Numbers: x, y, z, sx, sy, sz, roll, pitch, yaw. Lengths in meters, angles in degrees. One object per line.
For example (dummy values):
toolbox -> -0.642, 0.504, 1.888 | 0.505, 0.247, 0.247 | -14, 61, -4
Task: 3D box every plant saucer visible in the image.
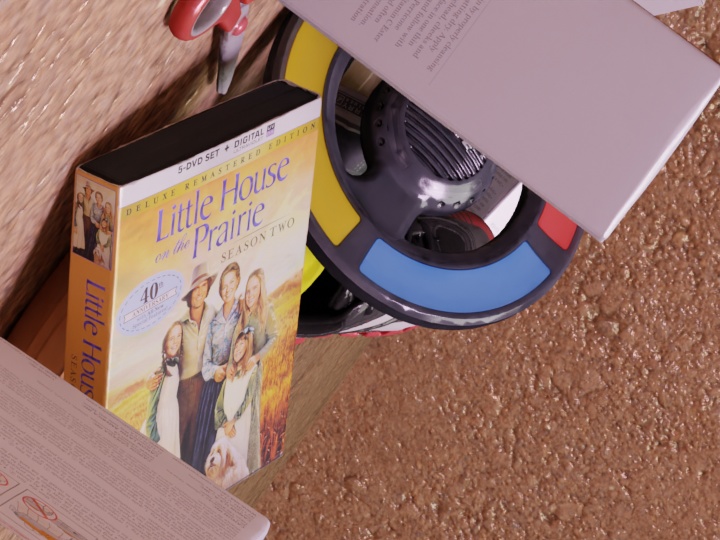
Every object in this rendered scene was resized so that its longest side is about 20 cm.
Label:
plant saucer -> -0.127, 0.017, 1.176 | 0.201, 0.037, 0.200 | -53, 176, -5

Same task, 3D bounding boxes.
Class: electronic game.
electronic game -> 0.037, -0.068, 1.215 | 0.200, 0.200, 0.042 | -50, -167, -33

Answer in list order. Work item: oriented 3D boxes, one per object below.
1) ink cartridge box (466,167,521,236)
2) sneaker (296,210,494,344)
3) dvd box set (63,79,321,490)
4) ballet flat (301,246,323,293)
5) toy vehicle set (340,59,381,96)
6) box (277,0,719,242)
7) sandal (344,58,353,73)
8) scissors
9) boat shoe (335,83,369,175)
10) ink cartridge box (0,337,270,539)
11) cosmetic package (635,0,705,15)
ink cartridge box -> 0.037, -0.049, 1.477 | 0.176, 0.045, 0.200 | -45, -148, 3
sneaker -> 0.000, 0.000, 1.303 | 0.199, 0.071, 0.098 | -10, 174, -28
dvd box set -> -0.079, 0.024, 1.092 | 0.146, 0.029, 0.201 | -28, 134, -48
ballet flat -> -0.081, 0.029, 1.188 | 0.200, 0.067, 0.067 | -55, 155, -18
toy vehicle set -> -0.048, -0.060, 1.450 | 0.200, 0.026, 0.124 | -52, 175, -14
box -> 0.064, -0.111, 1.109 | 0.098, 0.200, 0.124 | -53, 176, 5
sandal -> -0.046, -0.061, 1.342 | 0.200, 0.045, 0.075 | -52, 176, -10
scissors -> -0.051, -0.119, 1.052 | 0.073, 0.014, 0.200 | -55, 174, -3
boat shoe -> 0.005, -0.065, 1.346 | 0.057, 0.068, 0.200 | -64, 167, 2
ink cartridge box -> -0.132, 0.093, 0.918 | 0.050, 0.161, 0.200 | -57, 175, 14
cosmetic package -> 0.151, -0.199, 1.575 | 0.199, 0.051, 0.083 | -9, -144, 42
